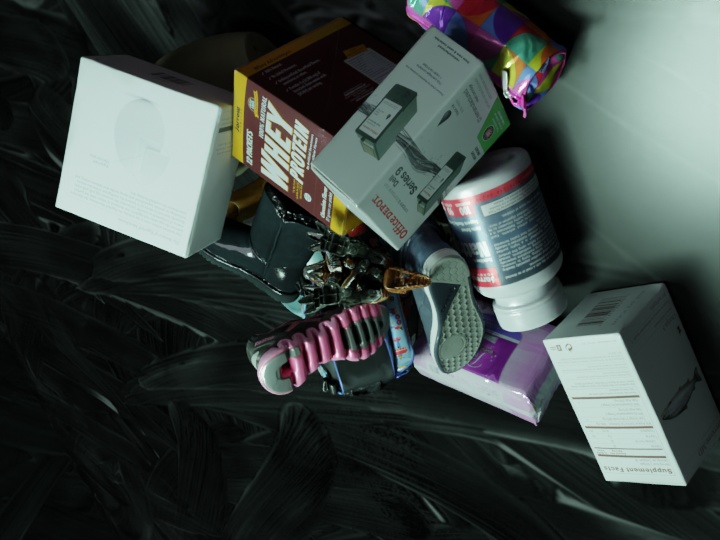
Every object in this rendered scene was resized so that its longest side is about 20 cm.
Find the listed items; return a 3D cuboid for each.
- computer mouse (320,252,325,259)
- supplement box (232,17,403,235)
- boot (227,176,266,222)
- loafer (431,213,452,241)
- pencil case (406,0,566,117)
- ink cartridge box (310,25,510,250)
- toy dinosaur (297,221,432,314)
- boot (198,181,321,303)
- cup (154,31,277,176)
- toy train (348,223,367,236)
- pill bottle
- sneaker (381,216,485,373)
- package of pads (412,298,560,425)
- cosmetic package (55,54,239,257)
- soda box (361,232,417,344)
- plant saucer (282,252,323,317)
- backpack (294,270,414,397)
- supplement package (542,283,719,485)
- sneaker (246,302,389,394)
[{"bbox_3d":[-0.029,0.042,1.460,0.109,0.044,0.203,26,135,32],"label":"computer mouse"},{"bbox_3d":[-0.025,-0.187,1.145,0.199,0.196,0.134,36,141,23],"label":"supplement box"},{"bbox_3d":[-0.124,-0.120,1.350,0.200,0.143,0.072,-23,95,53],"label":"boot"},{"bbox_3d":[0.044,-0.101,1.224,0.198,0.076,0.069,29,101,1],"label":"loafer"},{"bbox_3d":[0.136,-0.262,0.998,0.200,0.088,0.089,44,143,18],"label":"pencil case"},{"bbox_3d":[0.059,-0.139,0.997,0.084,0.200,0.146,42,-179,28],"label":"ink cartridge box"},{"bbox_3d":[0.000,0.000,1.098,0.198,0.135,0.104,-23,67,38],"label":"toy dinosaur"},{"bbox_3d":[-0.142,-0.066,1.263,0.198,0.076,0.169,33,132,9],"label":"boot"},{"bbox_3d":[-0.179,-0.258,1.295,0.142,0.200,0.202,-30,96,29],"label":"cup"},{"bbox_3d":[-0.048,-0.084,1.308,0.200,0.114,0.086,-44,68,51],"label":"toy train"},{"bbox_3d":[0.179,-0.035,1.103,0.119,0.119,0.203,-4,115,49],"label":"pill bottle"},{"bbox_3d":[0.091,0.021,1.153,0.147,0.076,0.205,-126,20,-48],"label":"sneaker"},{"bbox_3d":[0.178,0.114,1.215,0.198,0.121,0.076,19,150,37],"label":"package of pads"},{"bbox_3d":[-0.269,-0.154,1.186,0.196,0.123,0.203,21,108,9],"label":"cosmetic package"},{"bbox_3d":[0.043,0.037,1.359,0.070,0.063,0.203,27,135,32],"label":"soda box"},{"bbox_3d":[-0.118,-0.009,1.500,0.200,0.027,0.203,37,139,42],"label":"plant saucer"},{"bbox_3d":[-0.011,0.083,1.282,0.200,0.132,0.186,117,138,-81],"label":"backpack"},{"bbox_3d":[0.326,0.136,1.076,0.116,0.116,0.202,-12,110,51],"label":"supplement package"},{"bbox_3d":[-0.056,0.080,1.141,0.095,0.197,0.080,28,131,53],"label":"sneaker"}]
